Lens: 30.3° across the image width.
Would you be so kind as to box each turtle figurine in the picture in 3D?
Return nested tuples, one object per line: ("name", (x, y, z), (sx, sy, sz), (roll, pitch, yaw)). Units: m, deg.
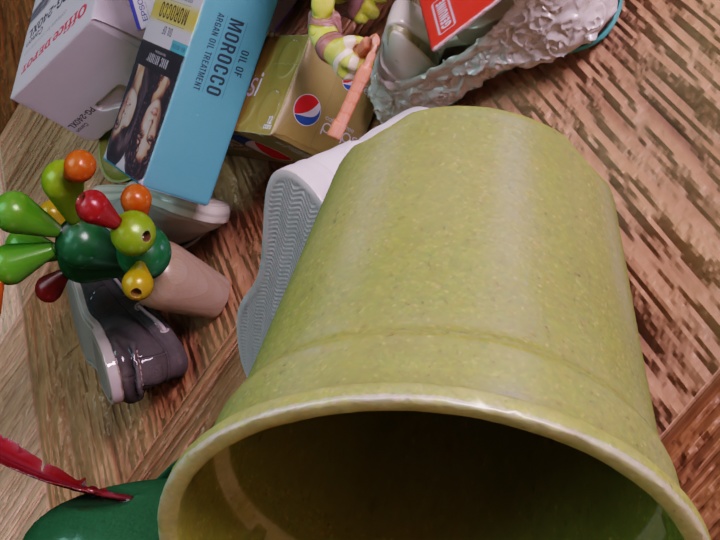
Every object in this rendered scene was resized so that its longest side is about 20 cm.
("turtle figurine", (-0.014, -0.177, 0.756), (0.161, 0.064, 0.202), (-44, -46, -79))

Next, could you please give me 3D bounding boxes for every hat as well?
("hat", (-0.180, 0.158, 0.763), (0.199, 0.175, 0.167), (-8, 62, 54))

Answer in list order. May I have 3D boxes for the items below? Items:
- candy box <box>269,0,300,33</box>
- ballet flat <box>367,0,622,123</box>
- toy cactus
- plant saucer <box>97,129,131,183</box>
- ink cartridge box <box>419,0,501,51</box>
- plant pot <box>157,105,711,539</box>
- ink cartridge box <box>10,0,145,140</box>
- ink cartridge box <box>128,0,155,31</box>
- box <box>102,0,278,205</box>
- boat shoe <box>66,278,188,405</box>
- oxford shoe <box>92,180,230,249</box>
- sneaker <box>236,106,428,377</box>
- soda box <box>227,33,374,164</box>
("candy box", (-0.058, -0.307, 1.000), (0.168, 0.071, 0.201), (-48, 36, 27))
("ballet flat", (0.055, -0.135, 0.722), (0.199, 0.071, 0.072), (-16, 56, 52))
("toy cactus", (-0.160, -0.002, 0.854), (0.199, 0.164, 0.103), (-20, 54, 50))
("plant saucer", (-0.148, -0.158, 1.071), (0.200, 0.031, 0.201), (-36, 42, 40))
("ink cartridge box", (0.085, -0.213, 0.673), (0.173, 0.044, 0.201), (-34, 28, 16))
("plant pot", (0.037, 0.042, 0.535), (0.200, 0.200, 0.185), (-36, 30, 38))
("ink cartridge box", (-0.204, -0.231, 1.097), (0.145, 0.083, 0.202), (-29, 46, 44))
("ink cartridge box", (-0.077, -0.234, 0.902), (0.198, 0.037, 0.096), (-12, 98, 24))
("box", (-0.100, -0.150, 0.842), (0.082, 0.049, 0.202), (30, 102, 57))
("boat shoe", (-0.173, 0.040, 0.964), (0.200, 0.057, 0.067), (-136, 38, -61))
("oxford shoe", (-0.149, -0.030, 0.949), (0.199, 0.075, 0.058), (0, 74, 60))
("sneaker", (0.000, 0.000, 0.716), (0.074, 0.115, 0.201), (46, 146, 20))
("soda box", (-0.067, -0.114, 0.888), (0.199, 0.064, 0.068), (15, 83, 58))
